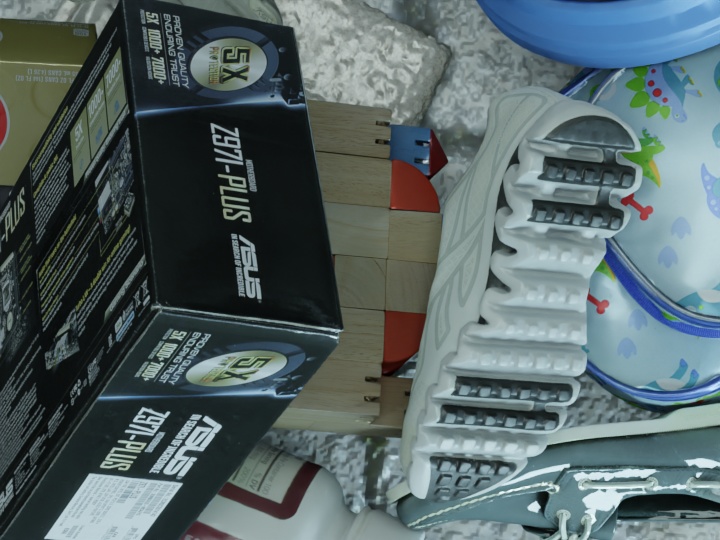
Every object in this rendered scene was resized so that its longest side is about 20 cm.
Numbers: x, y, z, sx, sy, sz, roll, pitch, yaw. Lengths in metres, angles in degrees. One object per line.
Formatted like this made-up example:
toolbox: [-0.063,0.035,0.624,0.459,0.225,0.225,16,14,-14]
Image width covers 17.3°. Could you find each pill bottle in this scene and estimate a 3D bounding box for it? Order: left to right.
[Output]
pill bottle: [-0.077,0.134,1.161,0.200,0.114,0.114,22,88,7]

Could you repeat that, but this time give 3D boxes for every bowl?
bowl: [0.136,-0.187,1.115,0.200,0.039,0.201,-14,52,18]

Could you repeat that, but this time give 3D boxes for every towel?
towel: [-0.066,-0.101,1.219,0.200,0.034,0.133,27,89,6]

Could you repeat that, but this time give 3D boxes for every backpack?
backpack: [0.166,-0.035,1.137,0.200,0.147,0.183,-36,79,7]

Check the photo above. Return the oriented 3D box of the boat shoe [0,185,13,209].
boat shoe: [-0.125,-0.004,1.198,0.200,0.073,0.063,16,84,2]

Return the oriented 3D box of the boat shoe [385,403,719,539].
boat shoe: [0.112,0.108,1.147,0.200,0.073,0.062,-9,78,-17]

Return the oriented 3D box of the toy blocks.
toy blocks: [0.000,0.000,1.131,0.136,0.100,0.201,5,75,-11]

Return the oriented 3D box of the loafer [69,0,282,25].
loafer: [-0.123,-0.160,1.141,0.070,0.070,0.200,-43,116,10]

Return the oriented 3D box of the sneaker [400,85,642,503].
sneaker: [0.064,0.011,1.080,0.075,0.081,0.200,11,106,-32]

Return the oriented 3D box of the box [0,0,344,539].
box: [-0.096,0.008,1.044,0.086,0.200,0.164,8,52,-26]

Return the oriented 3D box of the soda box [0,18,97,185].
soda box: [-0.229,-0.086,1.150,0.199,0.064,0.068,2,116,-8]
